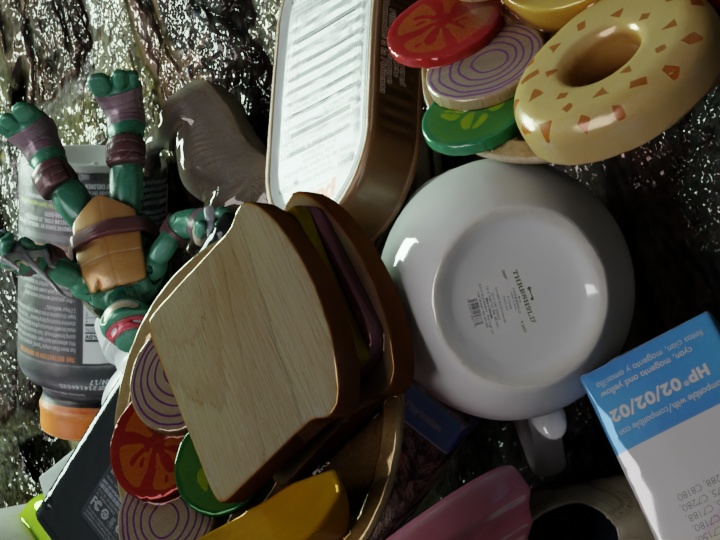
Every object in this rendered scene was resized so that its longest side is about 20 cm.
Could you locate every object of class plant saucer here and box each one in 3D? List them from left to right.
[{"bbox_3d":[0.009,0.174,0.808,0.051,0.200,0.201,51,133,13],"label":"plant saucer"}]

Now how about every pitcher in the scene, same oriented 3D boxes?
[{"bbox_3d":[0.077,0.030,0.832,0.200,0.120,0.173,-115,2,-87],"label":"pitcher"}]

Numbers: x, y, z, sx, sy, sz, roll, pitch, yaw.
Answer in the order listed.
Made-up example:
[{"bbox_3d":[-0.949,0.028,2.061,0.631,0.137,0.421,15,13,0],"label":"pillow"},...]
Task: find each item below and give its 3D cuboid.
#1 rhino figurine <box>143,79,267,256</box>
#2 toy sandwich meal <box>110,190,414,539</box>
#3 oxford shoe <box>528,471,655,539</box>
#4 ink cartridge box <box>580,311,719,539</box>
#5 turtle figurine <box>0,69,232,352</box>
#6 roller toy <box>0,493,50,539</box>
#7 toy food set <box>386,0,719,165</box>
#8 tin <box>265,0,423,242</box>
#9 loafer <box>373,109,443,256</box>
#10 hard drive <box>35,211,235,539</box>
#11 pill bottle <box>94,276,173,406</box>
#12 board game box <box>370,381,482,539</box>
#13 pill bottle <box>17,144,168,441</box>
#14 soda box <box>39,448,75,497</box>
[{"bbox_3d":[-0.076,-0.043,1.087,0.200,0.059,0.088,52,132,30],"label":"rhino figurine"},{"bbox_3d":[-0.059,0.065,0.781,0.204,0.070,0.207,-9,75,38],"label":"toy sandwich meal"},{"bbox_3d":[0.093,0.149,0.893,0.200,0.073,0.071,-38,66,46],"label":"oxford shoe"},{"bbox_3d":[0.177,0.130,0.745,0.067,0.115,0.201,-28,69,12],"label":"ink cartridge box"},{"bbox_3d":[-0.160,-0.022,1.057,0.101,0.148,0.201,102,152,-60],"label":"turtle figurine"},{"bbox_3d":[-0.280,0.283,1.319,0.182,0.139,0.202,-15,84,51],"label":"roller toy"},{"bbox_3d":[0.104,-0.130,0.783,0.197,0.049,0.201,13,65,46],"label":"toy food set"},{"bbox_3d":[-0.010,-0.109,0.968,0.112,0.042,0.202,-24,58,54],"label":"tin"},{"bbox_3d":[0.000,0.000,0.996,0.072,0.062,0.202,29,117,46],"label":"loafer"},{"bbox_3d":[-0.075,0.091,0.859,0.140,0.033,0.201,43,107,33],"label":"hard drive"},{"bbox_3d":[-0.103,0.110,1.100,0.112,0.111,0.201,-46,60,43],"label":"pill bottle"},{"bbox_3d":[-0.048,0.106,0.948,0.159,0.097,0.201,37,104,8],"label":"board game box"},{"bbox_3d":[-0.192,0.017,1.200,0.106,0.106,0.202,18,109,48],"label":"pill bottle"},{"bbox_3d":[-0.172,0.230,1.239,0.068,0.063,0.202,-36,67,47],"label":"soda box"}]
